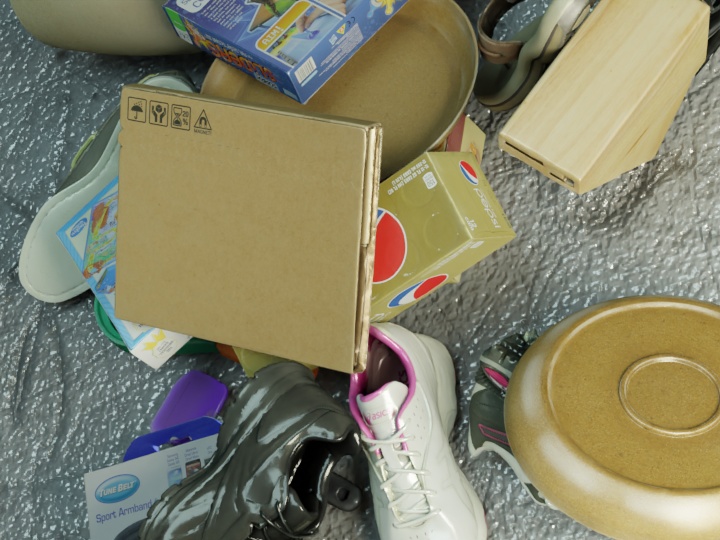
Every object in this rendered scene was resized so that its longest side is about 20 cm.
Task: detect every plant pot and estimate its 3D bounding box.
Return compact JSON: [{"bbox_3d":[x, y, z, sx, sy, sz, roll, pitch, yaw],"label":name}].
[{"bbox_3d":[0.188,0.083,1.448,0.200,0.028,0.200,2,46,-2],"label":"plant pot"},{"bbox_3d":[-0.013,-0.119,1.622,0.200,0.028,0.200,-11,51,14],"label":"plant pot"},{"bbox_3d":[-0.169,-0.238,1.800,0.200,0.187,0.188,-14,61,41],"label":"plant pot"}]

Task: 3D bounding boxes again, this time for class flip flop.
[{"bbox_3d":[0.110,-0.163,1.594,0.058,0.200,0.081,33,78,-2],"label":"flip flop"}]

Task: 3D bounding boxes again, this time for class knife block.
[{"bbox_3d":[0.182,-0.152,1.537,0.064,0.200,0.176,31,115,19],"label":"knife block"}]

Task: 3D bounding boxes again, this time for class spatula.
[{"bbox_3d":[-0.071,0.122,1.657,0.200,0.021,0.057,25,82,36],"label":"spatula"}]

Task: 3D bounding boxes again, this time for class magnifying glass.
[{"bbox_3d":[-0.112,0.041,1.715,0.200,0.022,0.080,23,73,33],"label":"magnifying glass"}]

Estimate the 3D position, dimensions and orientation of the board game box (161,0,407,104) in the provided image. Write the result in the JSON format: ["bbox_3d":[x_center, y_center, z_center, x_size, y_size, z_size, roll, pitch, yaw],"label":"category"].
[{"bbox_3d":[-0.023,-0.215,1.660,0.135,0.034,0.200,31,69,38],"label":"board game box"}]

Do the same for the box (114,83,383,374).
[{"bbox_3d":[-0.078,-0.029,1.569,0.200,0.021,0.164,12,106,31],"label":"box"}]

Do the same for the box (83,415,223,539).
[{"bbox_3d":[-0.124,0.199,1.627,0.119,0.041,0.200,-18,70,23],"label":"box"}]

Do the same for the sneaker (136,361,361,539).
[{"bbox_3d":[-0.074,0.158,1.541,0.091,0.076,0.200,34,94,40],"label":"sneaker"}]

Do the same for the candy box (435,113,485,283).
[{"bbox_3d":[-0.018,-0.051,1.683,0.200,0.055,0.116,-1,68,30],"label":"candy box"}]

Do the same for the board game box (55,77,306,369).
[{"bbox_3d":[-0.108,-0.045,1.677,0.200,0.034,0.135,-42,51,7],"label":"board game box"}]

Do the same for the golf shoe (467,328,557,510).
[{"bbox_3d":[0.154,0.117,1.506,0.200,0.077,0.088,33,117,30],"label":"golf shoe"}]

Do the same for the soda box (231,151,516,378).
[{"bbox_3d":[0.000,0.000,1.584,0.200,0.064,0.068,-34,76,28],"label":"soda box"}]

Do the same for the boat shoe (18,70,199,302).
[{"bbox_3d":[-0.185,-0.064,1.786,0.202,0.072,0.060,-53,11,14],"label":"boat shoe"}]

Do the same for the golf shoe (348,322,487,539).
[{"bbox_3d":[0.027,0.125,1.555,0.075,0.092,0.200,-23,60,19],"label":"golf shoe"}]
